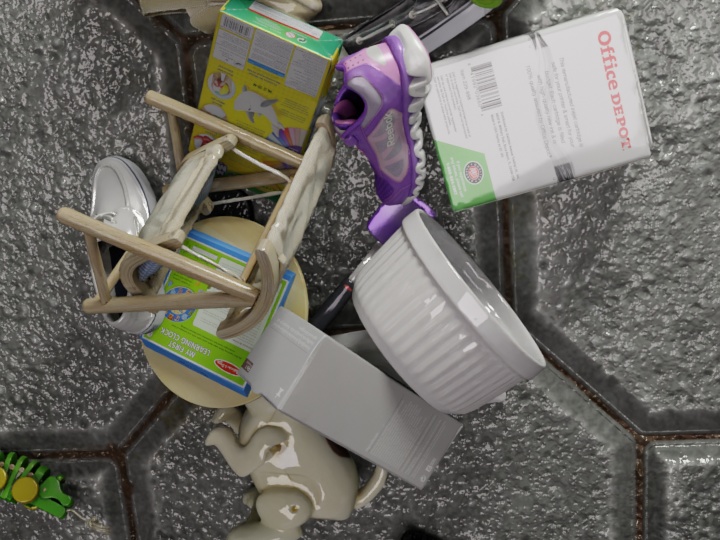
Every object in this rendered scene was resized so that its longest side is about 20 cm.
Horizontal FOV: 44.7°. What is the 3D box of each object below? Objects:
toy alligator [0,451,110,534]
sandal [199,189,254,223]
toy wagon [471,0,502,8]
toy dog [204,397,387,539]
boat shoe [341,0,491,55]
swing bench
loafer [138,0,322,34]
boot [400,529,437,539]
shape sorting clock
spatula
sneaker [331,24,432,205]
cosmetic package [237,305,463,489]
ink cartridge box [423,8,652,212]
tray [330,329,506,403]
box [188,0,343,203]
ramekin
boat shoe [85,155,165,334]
[{"bbox_3d":[-0.383,0.259,1.050,0.199,0.059,0.054,18,65,1],"label":"toy alligator"},{"bbox_3d":[-0.142,0.010,0.966,0.075,0.048,0.201,5,92,9],"label":"sandal"},{"bbox_3d":[0.124,-0.317,0.805,0.199,0.040,0.156,16,73,9],"label":"toy wagon"},{"bbox_3d":[-0.076,0.178,0.953,0.193,0.140,0.201,-5,100,12],"label":"toy dog"},{"bbox_3d":[0.071,-0.264,0.855,0.199,0.074,0.068,-30,115,21],"label":"boat shoe"},{"bbox_3d":[-0.139,-0.052,0.823,0.199,0.199,0.130,10,134,10],"label":"swing bench"},{"bbox_3d":[-0.135,-0.269,0.877,0.199,0.076,0.069,15,107,11],"label":"loafer"},{"bbox_3d":[0.014,0.367,1.022,0.210,0.080,0.158,25,113,-12],"label":"boot"},{"bbox_3d":[-0.146,0.043,0.918,0.199,0.039,0.201,-3,79,18],"label":"shape sorting clock"},{"bbox_3d":[0.000,0.000,0.942,0.056,0.021,0.200,40,86,-6],"label":"spatula"},{"bbox_3d":[0.014,-0.140,0.850,0.088,0.081,0.201,-19,141,-14],"label":"sneaker"},{"bbox_3d":[-0.010,0.126,0.858,0.200,0.107,0.090,39,82,-33],"label":"cosmetic package"},{"bbox_3d":[0.168,-0.158,0.867,0.199,0.084,0.147,-14,103,9],"label":"ink cartridge box"},{"bbox_3d":[0.058,0.114,0.982,0.199,0.022,0.108,-9,105,8],"label":"tray"},{"bbox_3d":[-0.101,-0.163,0.880,0.117,0.048,0.200,24,132,-2],"label":"box"},{"bbox_3d":[0.081,0.048,0.869,0.105,0.200,0.200,-40,98,12],"label":"ramekin"},{"bbox_3d":[-0.251,-0.033,0.914,0.073,0.065,0.201,-23,73,17],"label":"boat shoe"}]
